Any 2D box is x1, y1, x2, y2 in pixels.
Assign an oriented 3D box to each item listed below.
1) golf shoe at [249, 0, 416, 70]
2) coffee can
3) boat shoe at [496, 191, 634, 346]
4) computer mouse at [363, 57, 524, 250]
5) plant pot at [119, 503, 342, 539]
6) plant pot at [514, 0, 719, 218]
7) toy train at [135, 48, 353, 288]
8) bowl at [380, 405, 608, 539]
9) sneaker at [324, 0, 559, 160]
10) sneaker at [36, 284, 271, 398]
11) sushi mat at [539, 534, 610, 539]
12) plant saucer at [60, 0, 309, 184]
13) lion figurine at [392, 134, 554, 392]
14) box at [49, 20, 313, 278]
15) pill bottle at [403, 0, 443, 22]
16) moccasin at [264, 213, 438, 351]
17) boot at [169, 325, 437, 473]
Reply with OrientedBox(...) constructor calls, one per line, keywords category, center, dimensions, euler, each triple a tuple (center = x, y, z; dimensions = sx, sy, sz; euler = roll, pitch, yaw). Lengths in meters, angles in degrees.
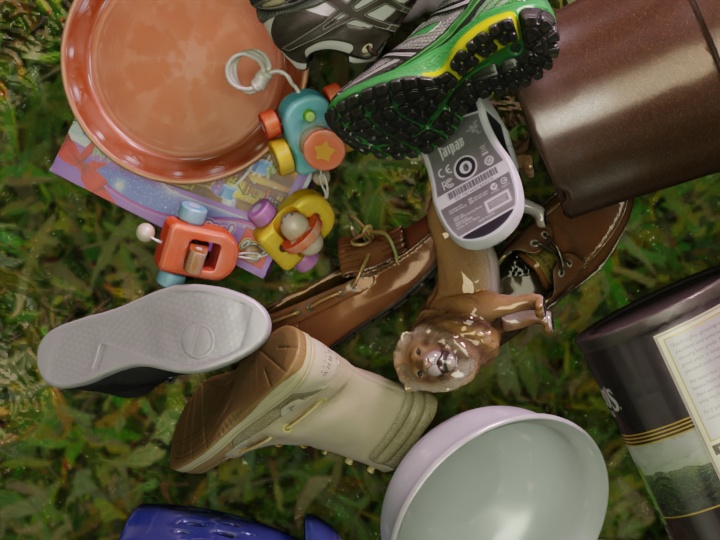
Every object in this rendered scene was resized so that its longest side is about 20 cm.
OrientedBox(category="golf shoe", center=(0.017, -0.210, 1.519), dimensions=(0.199, 0.078, 0.095), euler=(-11, 117, 25))
OrientedBox(category="coffee can", center=(0.276, 0.113, 1.578), dimensions=(0.146, 0.146, 0.201), euler=(-25, 91, 4))
OrientedBox(category="boat shoe", center=(0.149, -0.003, 1.618), dimensions=(0.072, 0.068, 0.200), euler=(42, 93, 2))
OrientedBox(category="computer mouse", center=(0.077, -0.098, 1.538), dimensions=(0.109, 0.044, 0.201), euler=(-27, 61, 18))
OrientedBox(category="plant pot", center=(-0.097, 0.294, 1.587), dimensions=(0.178, 0.200, 0.201), euler=(-1, 92, -3))
OrientedBox(category="plant pot", center=(0.222, -0.144, 1.547), dimensions=(0.197, 0.200, 0.201), euler=(-23, 92, 7))
OrientedBox(category="toy train", center=(-0.080, -0.063, 1.569), dimensions=(0.149, 0.056, 0.201), euler=(17, 105, -24))
OrientedBox(category="bowl", center=(0.091, 0.184, 1.600), dimensions=(0.200, 0.090, 0.202), euler=(-14, 121, -24))
OrientedBox(category="sneaker", center=(0.061, -0.152, 1.507), dimensions=(0.199, 0.085, 0.078), euler=(-27, 128, 21))
OrientedBox(category="sneaker", center=(-0.152, 0.057, 1.614), dimensions=(0.199, 0.099, 0.071), euler=(-12, 80, 19))
OrientedBox(category="sushi mat", center=(0.242, 0.272, 1.655), dimensions=(0.199, 0.012, 0.096), euler=(4, 92, 3))
OrientedBox(category="plant saucer", center=(-0.139, -0.169, 1.604), dimensions=(0.199, 0.032, 0.202), euler=(0, 92, 1))
OrientedBox(category="lion figurine", center=(0.084, -0.005, 1.564), dimensions=(0.122, 0.072, 0.201), euler=(-5, 74, 14))
OrientedBox(category="box", center=(-0.136, -0.098, 1.642), dimensions=(0.199, 0.039, 0.137), euler=(27, 93, 1))
OrientedBox(category="pill bottle", center=(0.014, -0.272, 1.590), dimensions=(0.199, 0.111, 0.111), euler=(33, 94, 0))
OrientedBox(category="moccasin", center=(0.000, 0.000, 1.628), dimensions=(0.201, 0.074, 0.078), euler=(-35, 100, 14))
OrientedBox(category="boot", center=(-0.049, 0.127, 1.626), dimensions=(0.155, 0.073, 0.200), euler=(23, 136, -29))
